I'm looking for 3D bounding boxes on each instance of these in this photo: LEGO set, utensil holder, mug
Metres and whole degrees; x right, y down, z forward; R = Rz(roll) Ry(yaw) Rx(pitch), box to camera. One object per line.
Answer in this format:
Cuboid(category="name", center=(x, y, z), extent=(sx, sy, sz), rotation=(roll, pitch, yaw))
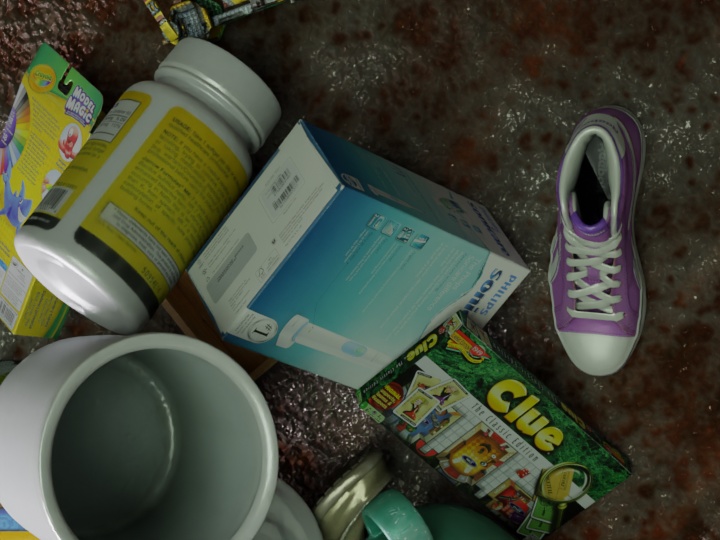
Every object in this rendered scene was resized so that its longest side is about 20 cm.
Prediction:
Cuboid(category="LEGO set", center=(-0.116, -0.255, 1.517), extent=(0.152, 0.116, 0.202), rotation=(-7, 99, 17))
Cuboid(category="utensil holder", center=(-0.170, 0.127, 1.455), extent=(0.169, 0.200, 0.172), rotation=(0, 89, -24))
Cuboid(category="mug", center=(0.061, 0.238, 1.551), extent=(0.151, 0.114, 0.187), rotation=(-4, 110, -25))

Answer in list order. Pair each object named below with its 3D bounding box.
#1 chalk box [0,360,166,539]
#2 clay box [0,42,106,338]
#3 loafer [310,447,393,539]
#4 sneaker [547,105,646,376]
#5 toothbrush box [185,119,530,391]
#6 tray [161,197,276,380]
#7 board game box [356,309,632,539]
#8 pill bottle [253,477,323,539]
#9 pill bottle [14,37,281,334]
Cuboid(category="chalk box", center=(-0.235, 0.142, 1.629), extent=(0.198, 0.125, 0.125), rotation=(-1, 101, 17))
Cuboid(category="clay box", center=(-0.242, -0.063, 1.602), extent=(0.115, 0.047, 0.201), rotation=(41, 113, 44))
Cuboid(category="loafer", center=(-0.020, 0.225, 1.615), extent=(0.068, 0.076, 0.201), rotation=(32, 116, 5))
Cuboid(category="sneaker", center=(0.164, -0.013, 1.490), extent=(0.072, 0.114, 0.202), rotation=(1, 103, 14))
Cuboid(category="toothbrush box", center=(0.000, 0.000, 1.493), extent=(0.147, 0.199, 0.085), rotation=(-52, 42, 19))
Cuboid(category="tray", center=(-0.121, -0.012, 1.608), extent=(0.099, 0.037, 0.200), rotation=(-40, 88, 26))
Cuboid(category="board game box", center=(0.101, 0.121, 1.532), extent=(0.105, 0.024, 0.200), rotation=(-40, 119, 18))
Cuboid(category="pill bottle", center=(-0.127, 0.242, 1.578), extent=(0.200, 0.111, 0.111), rotation=(-39, 89, 37))
Cuboid(category="pill bottle", center=(-0.150, -0.064, 1.503), extent=(0.114, 0.114, 0.201), rotation=(33, 72, 7))
